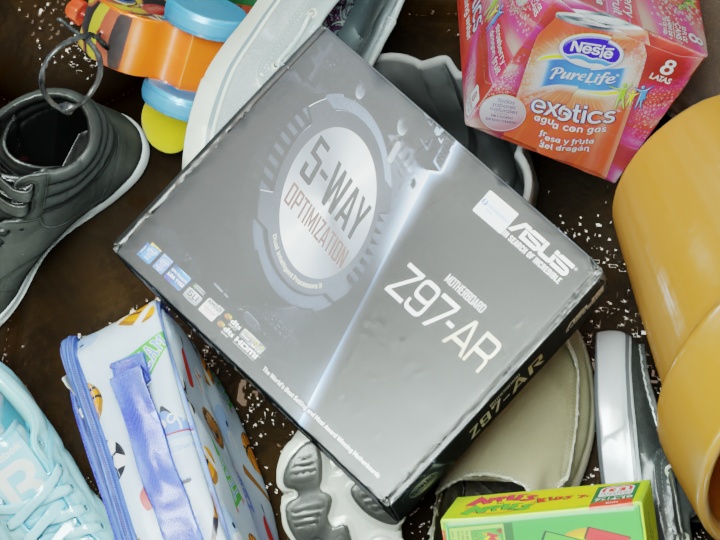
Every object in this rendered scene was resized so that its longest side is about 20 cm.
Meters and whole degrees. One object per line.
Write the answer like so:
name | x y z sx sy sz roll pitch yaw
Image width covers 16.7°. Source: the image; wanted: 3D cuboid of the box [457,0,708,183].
box | 0.114 -0.158 1.315 0.095 0.100 0.201 19 41 -18

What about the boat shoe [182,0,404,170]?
boat shoe | -0.029 -0.107 1.324 0.071 0.070 0.202 6 58 36

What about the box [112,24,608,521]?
box | 0.000 0.000 1.235 0.200 0.044 0.160 43 84 17

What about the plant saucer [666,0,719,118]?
plant saucer | 0.242 -0.153 1.379 0.198 0.032 0.202 -4 70 10

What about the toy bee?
toy bee | -0.111 -0.140 1.380 0.109 0.200 0.131 40 99 41

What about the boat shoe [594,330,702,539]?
boat shoe | 0.157 0.129 1.284 0.056 0.069 0.202 -7 76 2

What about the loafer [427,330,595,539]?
loafer | 0.079 0.109 1.301 0.075 0.068 0.202 6 72 14

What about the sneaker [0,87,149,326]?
sneaker | -0.212 -0.031 1.394 0.200 0.099 0.071 -44 70 -4

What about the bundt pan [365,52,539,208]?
bundt pan | 0.011 -0.015 1.336 0.200 0.076 0.203 -13 53 18

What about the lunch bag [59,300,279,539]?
lunch bag | -0.096 0.118 1.285 0.075 0.160 0.201 -23 69 3

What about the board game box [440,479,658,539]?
board game box | 0.106 0.211 1.222 0.101 0.048 0.202 -6 98 13

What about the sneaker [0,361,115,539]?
sneaker | -0.183 0.125 1.343 0.074 0.082 0.200 -39 68 -3

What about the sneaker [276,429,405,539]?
sneaker | 0.003 0.170 1.281 0.080 0.083 0.202 -6 94 0

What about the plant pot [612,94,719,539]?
plant pot | 0.221 0.012 1.251 0.199 0.201 0.184 -28 53 1

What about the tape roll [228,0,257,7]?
tape roll | -0.051 -0.252 1.466 0.199 0.048 0.202 -4 70 11
